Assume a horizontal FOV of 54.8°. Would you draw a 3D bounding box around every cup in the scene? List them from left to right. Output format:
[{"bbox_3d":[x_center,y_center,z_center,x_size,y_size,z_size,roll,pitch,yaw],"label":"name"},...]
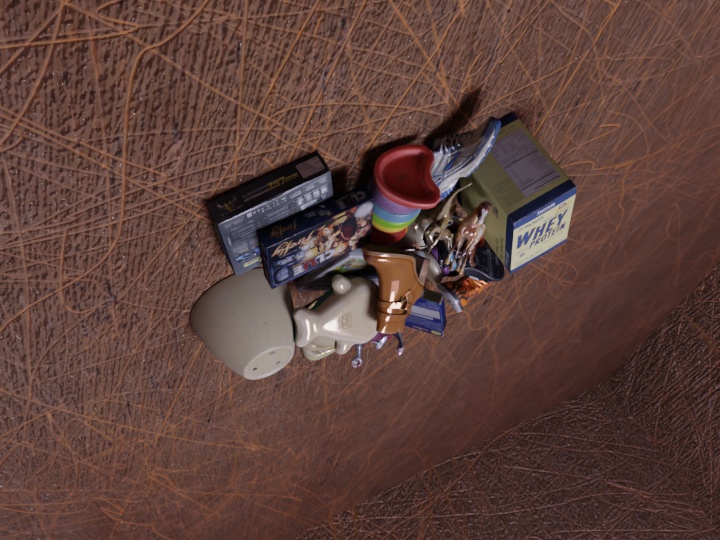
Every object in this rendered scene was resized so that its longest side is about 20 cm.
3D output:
[{"bbox_3d":[-0.198,0.115,1.296,0.198,0.144,0.201,-25,151,-15],"label":"cup"}]

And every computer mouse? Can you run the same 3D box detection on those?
[{"bbox_3d":[0.221,-0.047,1.472,0.198,0.142,0.046,12,151,-36],"label":"computer mouse"}]

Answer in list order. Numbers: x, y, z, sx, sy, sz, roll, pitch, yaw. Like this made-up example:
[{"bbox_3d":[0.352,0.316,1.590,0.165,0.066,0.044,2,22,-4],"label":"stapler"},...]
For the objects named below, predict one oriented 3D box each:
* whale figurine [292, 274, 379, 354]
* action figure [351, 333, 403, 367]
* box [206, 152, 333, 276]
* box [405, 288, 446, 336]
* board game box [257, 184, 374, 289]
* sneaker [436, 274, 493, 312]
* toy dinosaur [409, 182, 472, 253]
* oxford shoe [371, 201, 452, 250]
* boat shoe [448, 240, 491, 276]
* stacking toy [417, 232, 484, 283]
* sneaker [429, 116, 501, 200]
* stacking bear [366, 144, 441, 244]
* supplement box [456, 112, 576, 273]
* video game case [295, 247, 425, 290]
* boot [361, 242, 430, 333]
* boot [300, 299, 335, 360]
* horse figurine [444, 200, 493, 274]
[{"bbox_3d":[-0.049,0.080,1.327,0.198,0.103,0.161,-16,113,-30],"label":"whale figurine"},{"bbox_3d":[0.017,0.122,1.495,0.132,0.151,0.200,-17,166,15],"label":"action figure"},{"bbox_3d":[-0.138,-0.089,1.132,0.198,0.051,0.158,-27,151,-12],"label":"box"},{"bbox_3d":[0.141,0.093,1.648,0.201,0.120,0.033,74,35,-61],"label":"box"},{"bbox_3d":[-0.072,-0.055,1.167,0.198,0.035,0.136,-26,154,-16],"label":"board game box"},{"bbox_3d":[0.234,0.028,1.525,0.112,0.078,0.200,-39,175,9],"label":"sneaker"},{"bbox_3d":[0.146,-0.096,1.289,0.101,0.058,0.201,-40,158,-20],"label":"toy dinosaur"},{"bbox_3d":[0.091,-0.068,1.375,0.199,0.074,0.071,-38,152,11],"label":"oxford shoe"},{"bbox_3d":[0.271,-0.052,1.611,0.198,0.072,0.076,-28,173,-1],"label":"boat shoe"},{"bbox_3d":[0.222,-0.059,1.532,0.199,0.086,0.086,-34,153,-11],"label":"stacking toy"},{"bbox_3d":[0.161,-0.202,1.209,0.200,0.085,0.077,-45,-170,42],"label":"sneaker"},{"bbox_3d":[0.057,-0.115,1.236,0.112,0.123,0.201,-1,154,-12],"label":"stacking bear"},{"bbox_3d":[0.289,-0.143,1.323,0.133,0.201,0.201,-29,152,-5],"label":"supplement box"},{"bbox_3d":[0.000,0.000,1.372,0.198,0.022,0.181,1,158,-40],"label":"video game case"},{"bbox_3d":[0.053,0.038,1.272,0.199,0.073,0.157,14,97,-51],"label":"boot"},{"bbox_3d":[-0.047,0.110,1.524,0.198,0.073,0.156,-24,150,-11],"label":"boot"},{"bbox_3d":[0.205,-0.060,1.320,0.134,0.049,0.200,-65,166,-1],"label":"horse figurine"}]
